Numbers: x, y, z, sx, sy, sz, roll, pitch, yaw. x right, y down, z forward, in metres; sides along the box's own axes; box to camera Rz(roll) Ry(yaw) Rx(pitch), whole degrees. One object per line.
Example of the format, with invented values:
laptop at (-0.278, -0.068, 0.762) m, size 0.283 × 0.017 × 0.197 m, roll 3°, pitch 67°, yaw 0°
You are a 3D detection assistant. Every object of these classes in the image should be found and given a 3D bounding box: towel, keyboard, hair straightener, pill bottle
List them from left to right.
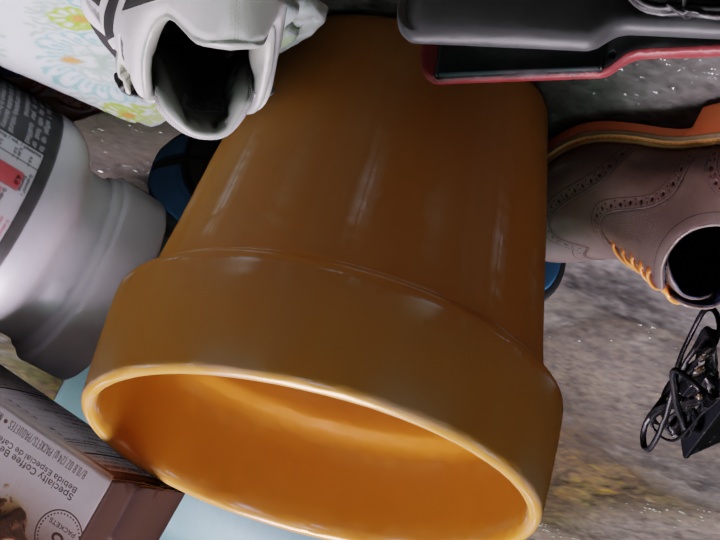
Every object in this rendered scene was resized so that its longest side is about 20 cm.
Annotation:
pill bottle at (-0.193, -0.040, 1.290) m, size 0.199 × 0.116 × 0.116 m, roll 32°, pitch 155°, yaw -19°
towel at (-0.132, -0.128, 1.195) m, size 0.199 × 0.048 × 0.171 m, roll 25°, pitch 156°, yaw -23°
hair straightener at (0.106, -0.100, 1.109) m, size 0.199 × 0.041 × 0.077 m, roll 6°, pitch 157°, yaw 24°
keyboard at (0.178, 0.031, 1.269) m, size 0.104 × 0.040 × 0.200 m, roll -21°, pitch 163°, yaw -14°

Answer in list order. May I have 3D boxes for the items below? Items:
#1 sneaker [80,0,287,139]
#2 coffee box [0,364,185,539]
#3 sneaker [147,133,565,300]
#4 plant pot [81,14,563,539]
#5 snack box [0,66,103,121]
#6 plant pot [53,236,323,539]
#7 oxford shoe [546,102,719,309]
sneaker at (-0.067, -0.086, 1.073) m, size 0.074 × 0.089 × 0.200 m, roll 2°, pitch 167°, yaw -8°
coffee box at (-0.195, 0.093, 1.298) m, size 0.200 × 0.113 × 0.080 m, roll 33°, pitch -176°, yaw 21°
sneaker at (-0.006, -0.011, 1.365) m, size 0.199 × 0.074 × 0.082 m, roll 17°, pitch 160°, yaw -2°
plant pot at (0.000, 0.000, 1.234) m, size 0.199 × 0.184 × 0.200 m, roll 13°, pitch 158°, yaw 5°
snack box at (-0.194, -0.086, 1.373) m, size 0.072 × 0.024 × 0.200 m, roll 31°, pitch 154°, yaw -31°
plant pot at (-0.072, 0.077, 1.473) m, size 0.160 × 0.201 × 0.201 m, roll 28°, pitch 158°, yaw -2°
oxford shoe at (0.127, -0.021, 1.245) m, size 0.071 × 0.073 × 0.200 m, roll 27°, pitch 156°, yaw -29°
